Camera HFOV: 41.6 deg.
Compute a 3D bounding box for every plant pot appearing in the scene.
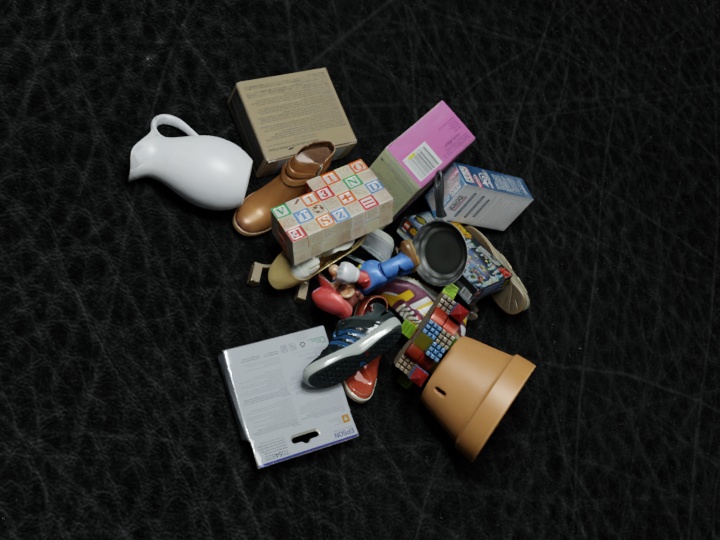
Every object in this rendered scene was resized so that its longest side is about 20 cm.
[{"bbox_3d":[0.197,0.210,1.660,0.139,0.201,0.200,35,57,12],"label":"plant pot"}]

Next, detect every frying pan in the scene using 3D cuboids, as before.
[{"bbox_3d":[0.131,-0.068,1.680,0.031,0.113,0.194,-9,80,-57],"label":"frying pan"}]

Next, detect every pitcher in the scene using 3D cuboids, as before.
[{"bbox_3d":[-0.286,-0.196,1.648,0.196,0.122,0.174,16,47,-6],"label":"pitcher"}]

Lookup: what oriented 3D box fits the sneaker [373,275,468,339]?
[{"bbox_3d":[0.107,0.081,1.731,0.197,0.075,0.092,24,60,-12],"label":"sneaker"}]

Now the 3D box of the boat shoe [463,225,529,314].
[{"bbox_3d":[0.258,-0.001,1.848,0.201,0.072,0.065,52,21,16],"label":"boat shoe"}]

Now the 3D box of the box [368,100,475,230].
[{"bbox_3d":[0.090,-0.189,1.763,0.097,0.200,0.176,47,57,1],"label":"box"}]

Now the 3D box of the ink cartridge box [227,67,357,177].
[{"bbox_3d":[-0.128,-0.278,1.772,0.197,0.075,0.168,-15,77,-30],"label":"ink cartridge box"}]

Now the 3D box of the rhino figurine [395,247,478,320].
[{"bbox_3d":[0.148,0.009,1.787,0.197,0.060,0.088,30,40,-10],"label":"rhino figurine"}]

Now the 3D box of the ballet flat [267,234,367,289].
[{"bbox_3d":[-0.072,-0.032,1.644,0.198,0.063,0.070,-34,105,-20],"label":"ballet flat"}]

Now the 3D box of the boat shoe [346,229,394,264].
[{"bbox_3d":[-0.029,-0.058,1.728,0.198,0.070,0.073,23,57,-18],"label":"boat shoe"}]

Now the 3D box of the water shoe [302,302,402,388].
[{"bbox_3d":[-0.023,0.128,1.611,0.197,0.072,0.079,-27,53,-22],"label":"water shoe"}]

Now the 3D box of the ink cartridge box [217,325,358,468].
[{"bbox_3d":[-0.121,0.211,1.587,0.196,0.041,0.204,-11,74,-29],"label":"ink cartridge box"}]

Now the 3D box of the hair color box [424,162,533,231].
[{"bbox_3d":[0.231,-0.141,1.835,0.197,0.100,0.061,7,47,-40],"label":"hair color box"}]

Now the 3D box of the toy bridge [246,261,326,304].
[{"bbox_3d":[-0.102,0.024,1.684,0.196,0.027,0.068,20,61,-17],"label":"toy bridge"}]

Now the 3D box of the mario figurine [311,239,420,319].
[{"bbox_3d":[0.000,0.000,1.652,0.197,0.125,0.106,-27,44,-12],"label":"mario figurine"}]

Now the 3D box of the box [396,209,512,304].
[{"bbox_3d":[0.178,-0.033,1.774,0.200,0.040,0.136,46,34,19],"label":"box"}]

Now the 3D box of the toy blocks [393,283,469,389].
[{"bbox_3d":[0.123,0.117,1.636,0.099,0.137,0.202,35,90,-2],"label":"toy blocks"}]

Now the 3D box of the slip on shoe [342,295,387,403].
[{"bbox_3d":[0.010,0.133,1.671,0.073,0.061,0.204,21,63,-18],"label":"slip on shoe"}]

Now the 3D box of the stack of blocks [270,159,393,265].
[{"bbox_3d":[-0.055,-0.103,1.631,0.197,0.059,0.116,-24,53,-20],"label":"stack of blocks"}]

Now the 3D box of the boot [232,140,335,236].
[{"bbox_3d":[-0.135,-0.152,1.667,0.074,0.155,0.200,47,57,2],"label":"boot"}]
